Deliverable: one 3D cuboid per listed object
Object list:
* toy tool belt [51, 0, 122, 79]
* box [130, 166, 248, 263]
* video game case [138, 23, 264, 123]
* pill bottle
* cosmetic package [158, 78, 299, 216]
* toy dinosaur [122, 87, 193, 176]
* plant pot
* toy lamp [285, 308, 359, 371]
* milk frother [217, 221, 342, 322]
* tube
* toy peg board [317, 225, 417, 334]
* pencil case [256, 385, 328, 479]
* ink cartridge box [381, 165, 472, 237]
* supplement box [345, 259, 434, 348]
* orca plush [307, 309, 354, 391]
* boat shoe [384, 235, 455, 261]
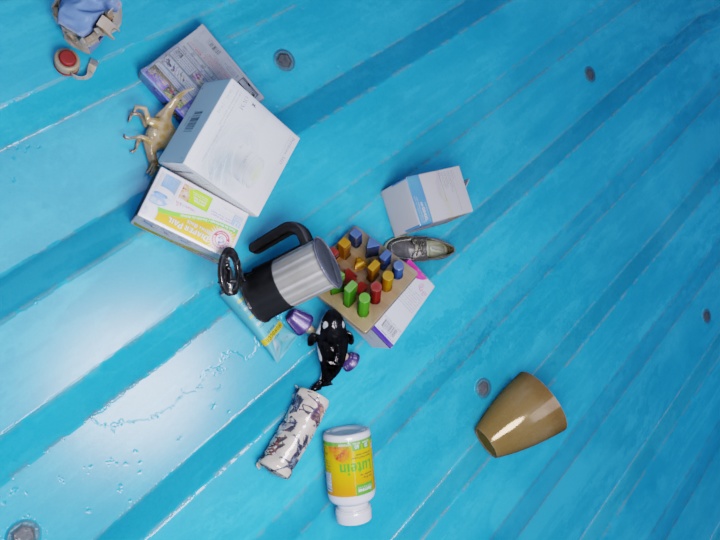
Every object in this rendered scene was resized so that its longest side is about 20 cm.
[{"bbox_3d":[-0.530,-0.481,1.110,0.124,0.123,0.201,27,73,-25],"label":"toy tool belt"},{"bbox_3d":[-0.350,-0.107,1.190,0.199,0.101,0.113,27,73,-25],"label":"box"},{"bbox_3d":[-0.341,-0.396,1.254,0.200,0.045,0.181,49,65,-17],"label":"video game case"},{"bbox_3d":[-0.023,0.464,1.315,0.110,0.111,0.202,-4,87,-30],"label":"pill bottle"},{"bbox_3d":[-0.267,-0.250,1.200,0.200,0.123,0.200,36,74,-42],"label":"cosmetic package"},{"bbox_3d":[-0.423,-0.300,1.191,0.101,0.058,0.201,21,95,-30],"label":"toy dinosaur"},{"bbox_3d":[0.411,0.403,1.545,0.199,0.186,0.187,-31,101,-14],"label":"plant pot"},{"bbox_3d":[-0.090,0.159,1.340,0.200,0.058,0.058,43,67,-22],"label":"toy lamp"},{"bbox_3d":[-0.167,0.002,1.178,0.187,0.200,0.181,-26,96,14],"label":"milk frother"},{"bbox_3d":[-0.226,0.107,1.276,0.200,0.050,0.078,50,63,-21],"label":"tube"},{"bbox_3d":[0.000,0.000,1.322,0.200,0.098,0.199,38,68,15],"label":"toy peg board"},{"bbox_3d":[-0.150,0.358,1.275,0.201,0.089,0.078,-61,141,-19],"label":"pencil case"},{"bbox_3d":[0.180,-0.178,1.476,0.199,0.128,0.126,-16,88,-29],"label":"ink cartridge box"},{"bbox_3d":[0.074,0.080,1.413,0.101,0.103,0.200,46,67,-17],"label":"supplement box"},{"bbox_3d":[-0.072,0.191,1.286,0.105,0.071,0.201,17,109,-16],"label":"orca plush"},{"bbox_3d":[0.157,-0.058,1.492,0.200,0.066,0.072,0,85,-30],"label":"boat shoe"}]
